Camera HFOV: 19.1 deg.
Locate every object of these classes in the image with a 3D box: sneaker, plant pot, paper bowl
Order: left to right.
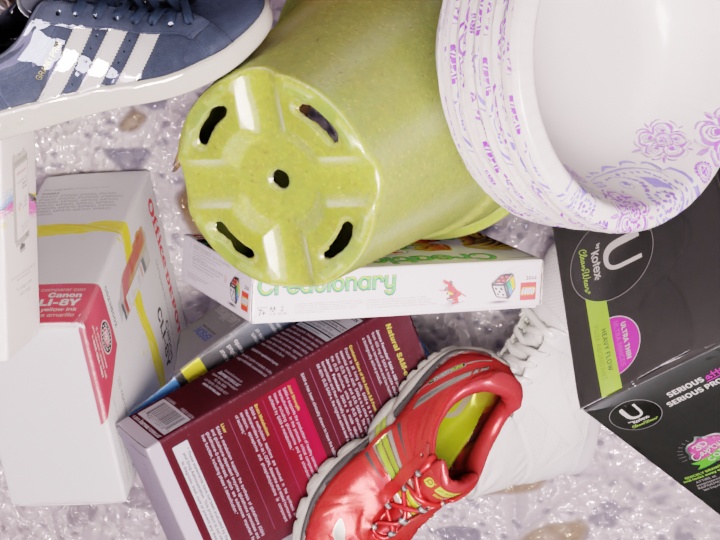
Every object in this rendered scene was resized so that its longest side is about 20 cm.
[{"bbox_3d":[-0.149,-0.137,1.189,0.199,0.075,0.085,-18,118,-7],"label":"sneaker"},{"bbox_3d":[-0.009,-0.082,1.269,0.199,0.184,0.202,12,116,25],"label":"plant pot"},{"bbox_3d":[0.030,0.133,1.363,0.077,0.085,0.200,38,83,-28],"label":"sneaker"},{"bbox_3d":[0.108,0.072,1.450,0.115,0.074,0.201,-15,127,-25],"label":"sneaker"},{"bbox_3d":[0.121,-0.125,1.205,0.104,0.201,0.201,10,132,47],"label":"paper bowl"}]

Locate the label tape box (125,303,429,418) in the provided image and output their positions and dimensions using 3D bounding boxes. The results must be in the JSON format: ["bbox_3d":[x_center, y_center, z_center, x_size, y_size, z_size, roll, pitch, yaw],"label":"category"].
[{"bbox_3d":[-0.055,0.085,1.465,0.200,0.063,0.145,-36,114,-11],"label":"label tape box"}]

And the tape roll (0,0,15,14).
[{"bbox_3d":[-0.166,-0.223,1.309,0.201,0.139,0.204,5,123,8],"label":"tape roll"}]

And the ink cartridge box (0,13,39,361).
[{"bbox_3d":[-0.259,-0.053,1.284,0.116,0.068,0.201,2,103,10],"label":"ink cartridge box"}]

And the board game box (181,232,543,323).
[{"bbox_3d":[0.000,0.000,1.361,0.199,0.126,0.035,-3,103,-24],"label":"board game box"}]

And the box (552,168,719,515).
[{"bbox_3d":[0.231,0.046,1.351,0.124,0.149,0.200,-28,138,26],"label":"box"}]

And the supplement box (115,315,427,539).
[{"bbox_3d":[-0.047,0.104,1.399,0.199,0.061,0.109,-28,114,-18],"label":"supplement box"}]

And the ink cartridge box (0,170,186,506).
[{"bbox_3d":[-0.187,0.041,1.448,0.083,0.200,0.146,-3,121,11],"label":"ink cartridge box"}]

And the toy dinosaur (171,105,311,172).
[{"bbox_3d":[-0.063,-0.080,1.431,0.106,0.060,0.201,23,101,-2],"label":"toy dinosaur"}]
